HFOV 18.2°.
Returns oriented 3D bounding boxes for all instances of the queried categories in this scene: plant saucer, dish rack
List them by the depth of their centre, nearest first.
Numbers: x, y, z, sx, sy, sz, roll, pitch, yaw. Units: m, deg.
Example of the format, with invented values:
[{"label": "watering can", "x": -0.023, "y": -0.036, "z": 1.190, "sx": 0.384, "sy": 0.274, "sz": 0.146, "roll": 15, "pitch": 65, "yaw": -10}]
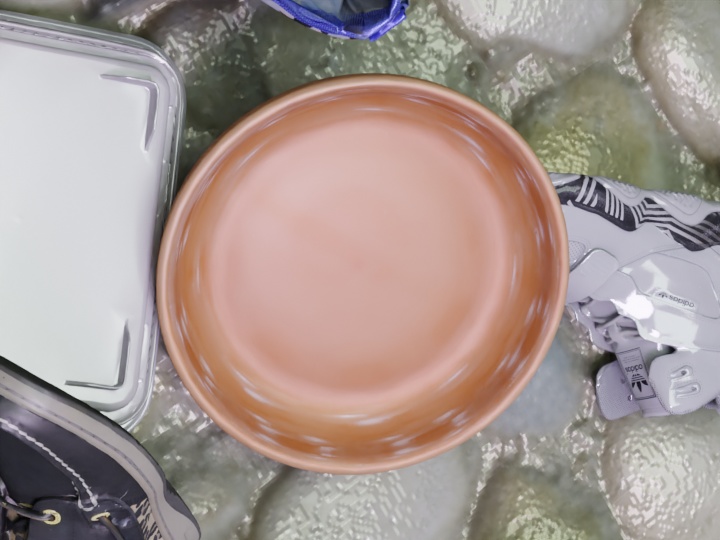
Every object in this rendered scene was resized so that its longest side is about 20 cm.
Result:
[{"label": "dish rack", "x": -0.162, "y": -0.024, "z": 1.041, "sx": 0.171, "sy": 0.044, "sz": 0.201, "roll": 9, "pitch": 83, "yaw": -25}, {"label": "plant saucer", "x": 0.000, "y": 0.000, "z": 1.078, "sx": 0.199, "sy": 0.037, "sz": 0.201, "roll": -3, "pitch": 110, "yaw": -9}]

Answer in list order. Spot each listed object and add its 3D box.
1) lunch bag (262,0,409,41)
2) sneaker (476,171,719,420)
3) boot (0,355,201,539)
[{"label": "lunch bag", "x": -0.037, "y": -0.202, "z": 1.032, "sx": 0.124, "sy": 0.170, "sz": 0.200, "roll": -27, "pitch": 101, "yaw": 9}, {"label": "sneaker", "x": 0.128, "y": 0.016, "z": 1.155, "sx": 0.199, "sy": 0.075, "sz": 0.115, "roll": 8, "pitch": 80, "yaw": -28}, {"label": "boot", "x": -0.152, "y": 0.134, "z": 0.971, "sx": 0.073, "sy": 0.204, "sz": 0.154, "roll": 29, "pitch": 74, "yaw": 26}]
